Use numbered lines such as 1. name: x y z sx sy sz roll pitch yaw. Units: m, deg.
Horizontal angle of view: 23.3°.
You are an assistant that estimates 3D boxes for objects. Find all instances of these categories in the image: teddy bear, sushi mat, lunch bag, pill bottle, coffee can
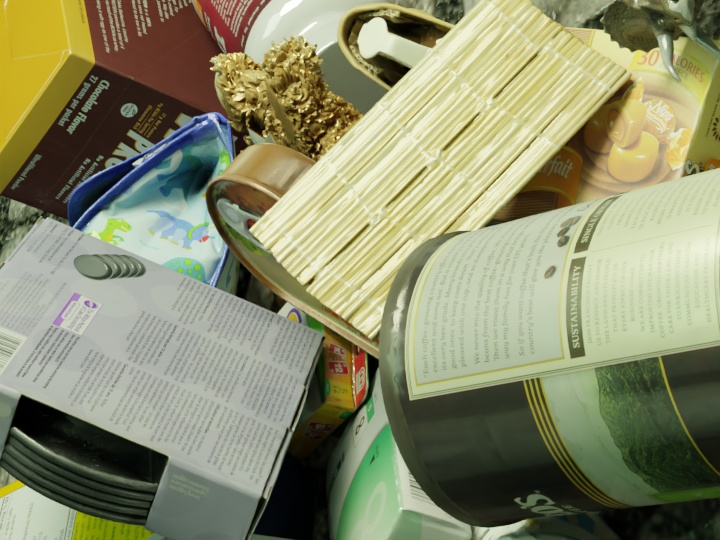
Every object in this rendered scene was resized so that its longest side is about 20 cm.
1. teddy bear: -0.019 -0.079 1.047 0.067 0.146 0.200 -34 17 -19
2. sushi mat: 0.041 -0.060 0.917 0.200 0.012 0.096 -45 68 -7
3. lunch bag: -0.136 0.012 1.147 0.201 0.127 0.170 -62 -5 -20
4. pill bottle: -0.039 -0.166 1.196 0.113 0.112 0.200 -57 36 18
5. coffee can: 0.128 0.036 0.807 0.199 0.146 0.148 -14 62 41

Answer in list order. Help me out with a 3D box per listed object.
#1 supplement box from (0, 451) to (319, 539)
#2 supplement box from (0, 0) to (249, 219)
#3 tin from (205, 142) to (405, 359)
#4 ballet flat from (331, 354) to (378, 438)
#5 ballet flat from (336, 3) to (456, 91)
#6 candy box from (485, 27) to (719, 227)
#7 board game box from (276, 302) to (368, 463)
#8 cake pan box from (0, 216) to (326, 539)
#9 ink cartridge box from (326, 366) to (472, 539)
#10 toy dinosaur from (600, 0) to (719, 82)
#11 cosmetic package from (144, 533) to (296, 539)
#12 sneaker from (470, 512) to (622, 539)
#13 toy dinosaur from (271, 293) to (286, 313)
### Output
1. supplement box: -0.136 0.173 1.046 0.199 0.110 0.109 -26 36 25
2. supplement box: -0.173 -0.138 1.290 0.133 0.199 0.198 -47 40 28
3. tin: 0.000 0.000 0.974 0.199 0.112 0.042 32 61 21
4. ballet flat: 0.034 0.016 1.071 0.067 0.046 0.202 137 152 -76
5. ballet flat: 0.045 -0.110 0.997 0.200 0.063 0.069 32 99 57
6. candy box: 0.130 -0.070 0.963 0.199 0.055 0.116 17 87 56
7. board game box: -0.047 0.076 1.095 0.200 0.030 0.096 -45 40 48
8. cake pan box: -0.122 0.059 0.937 0.200 0.183 0.053 -73 4 -65
9. ink cartridge box: -0.008 0.174 0.982 0.201 0.050 0.161 -60 15 20
10. toy dinosaur: 0.162 -0.174 0.908 0.076 0.103 0.200 -8 21 31
11. cosmetic package: -0.022 0.215 0.884 0.198 0.052 0.152 2 106 34
12. sneaker: 0.088 0.153 0.887 0.200 0.080 0.077 23 94 58
13. toy dinosaur: -0.027 0.010 1.158 0.200 0.058 0.102 -26 67 56
